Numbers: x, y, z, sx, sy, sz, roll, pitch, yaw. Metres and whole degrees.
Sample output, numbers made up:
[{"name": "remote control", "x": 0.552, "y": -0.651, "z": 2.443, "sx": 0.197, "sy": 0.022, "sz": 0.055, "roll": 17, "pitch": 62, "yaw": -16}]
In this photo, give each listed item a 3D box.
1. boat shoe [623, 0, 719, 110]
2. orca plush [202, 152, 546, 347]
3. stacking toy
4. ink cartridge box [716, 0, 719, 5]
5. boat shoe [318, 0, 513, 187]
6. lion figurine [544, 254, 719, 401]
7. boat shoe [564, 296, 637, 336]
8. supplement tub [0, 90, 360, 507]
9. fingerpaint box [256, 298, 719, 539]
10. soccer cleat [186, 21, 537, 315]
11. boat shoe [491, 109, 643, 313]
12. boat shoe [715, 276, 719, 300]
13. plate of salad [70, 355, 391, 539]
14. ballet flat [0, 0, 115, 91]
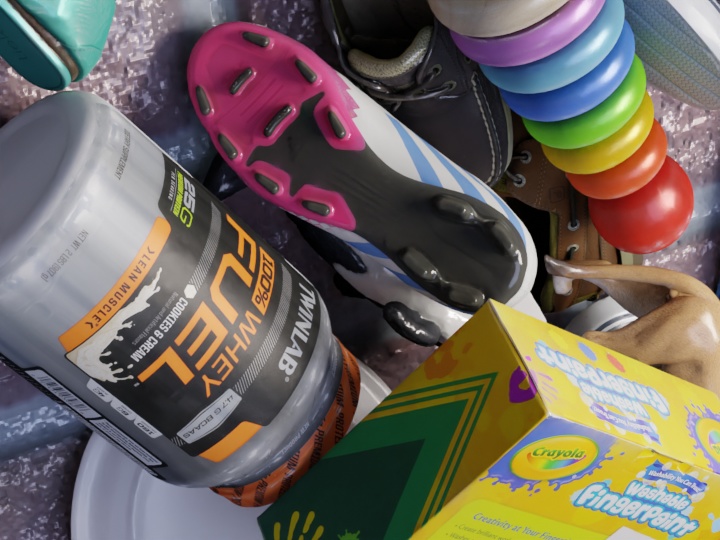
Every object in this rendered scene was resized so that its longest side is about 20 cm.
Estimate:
[{"name": "boat shoe", "x": 0.125, "y": -0.168, "z": 0.911, "sx": 0.200, "sy": 0.074, "sz": 0.067, "roll": 43, "pitch": 67, "yaw": -5}, {"name": "orca plush", "x": 0.000, "y": 0.000, "z": 0.963, "sx": 0.199, "sy": 0.106, "sz": 0.071, "roll": 21, "pitch": 140, "yaw": -26}, {"name": "stacking toy", "x": 0.109, "y": -0.084, "z": 0.908, "sx": 0.085, "sy": 0.085, "sz": 0.200, "roll": -41, "pitch": 130, "yaw": -8}, {"name": "ink cartridge box", "x": 0.188, "y": -0.173, "z": 0.911, "sx": 0.057, "sy": 0.200, "sz": 0.163, "roll": -34, "pitch": 125, "yaw": -23}, {"name": "boat shoe", "x": 0.017, "y": -0.112, "z": 0.911, "sx": 0.073, "sy": 0.065, "sz": 0.201, "roll": -17, "pitch": 120, "yaw": 23}, {"name": "lion figurine", "x": 0.174, "y": 0.066, "z": 0.995, "sx": 0.122, "sy": 0.073, "sz": 0.201, "roll": -8, "pitch": 126, "yaw": 19}, {"name": "boat shoe", "x": 0.200, "y": 0.082, "z": 1.081, "sx": 0.071, "sy": 0.091, "sz": 0.200, "roll": -44, "pitch": 136, "yaw": 18}, {"name": "supplement tub", "x": -0.098, "y": 0.020, "z": 0.872, "sx": 0.123, "sy": 0.122, "sz": 0.200, "roll": -49, "pitch": 122, "yaw": -2}, {"name": "fingerpaint box", "x": 0.078, "y": 0.114, "z": 0.906, "sx": 0.199, "sy": 0.074, "sz": 0.167, "roll": 21, "pitch": 123, "yaw": -45}, {"name": "soccer cleat", "x": 0.000, "y": -0.046, "z": 0.906, "sx": 0.200, "sy": 0.086, "sz": 0.070, "roll": 39, "pitch": 98, "yaw": 6}, {"name": "boat shoe", "x": 0.099, "y": -0.060, "z": 0.990, "sx": 0.068, "sy": 0.072, "sz": 0.201, "roll": -32, "pitch": 124, "yaw": -15}, {"name": "boat shoe", "x": 0.265, "y": -0.036, "z": 1.100, "sx": 0.084, "sy": 0.069, "sz": 0.201, "roll": -13, "pitch": 117, "yaw": -25}, {"name": "plate of salad", "x": -0.057, "y": 0.130, "z": 0.987, "sx": 0.199, "sy": 0.048, "sz": 0.201, "roll": 1, "pitch": 88, "yaw": -19}, {"name": "ballet flat", "x": -0.178, "y": -0.163, "z": 0.797, "sx": 0.200, "sy": 0.067, "sz": 0.071, "roll": 45, "pitch": 62, "yaw": -36}]
